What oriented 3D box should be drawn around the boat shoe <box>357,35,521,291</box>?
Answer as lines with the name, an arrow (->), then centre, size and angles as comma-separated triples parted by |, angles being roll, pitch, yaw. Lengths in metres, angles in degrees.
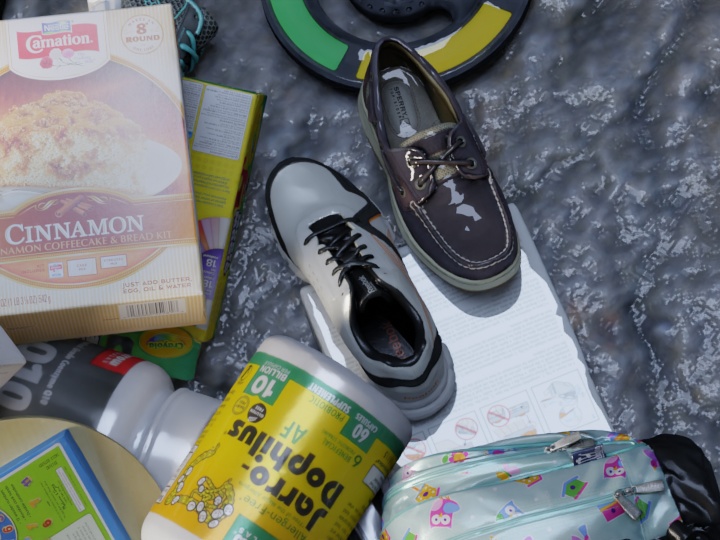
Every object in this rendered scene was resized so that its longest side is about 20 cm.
boat shoe -> 0.048, -0.074, 1.744 | 0.072, 0.065, 0.200 | -20, 56, -5

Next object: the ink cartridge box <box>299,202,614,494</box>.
ink cartridge box -> 0.068, 0.074, 1.737 | 0.160, 0.047, 0.200 | -22, 71, -3

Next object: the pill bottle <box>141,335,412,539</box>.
pill bottle -> -0.065, 0.150, 1.609 | 0.113, 0.113, 0.200 | 30, 79, 19

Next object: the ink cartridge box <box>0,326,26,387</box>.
ink cartridge box -> -0.316, 0.077, 1.601 | 0.200, 0.067, 0.116 | -43, 75, 20

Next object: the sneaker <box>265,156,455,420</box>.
sneaker -> 0.000, 0.000, 1.705 | 0.074, 0.080, 0.200 | -32, 68, -5

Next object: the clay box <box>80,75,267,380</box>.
clay box -> -0.141, -0.034, 1.770 | 0.115, 0.048, 0.200 | 14, 95, 6

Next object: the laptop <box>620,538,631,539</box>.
laptop -> 0.096, 0.282, 1.540 | 0.200, 0.187, 0.116 | -18, 44, 8

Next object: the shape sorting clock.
shape sorting clock -> -0.211, 0.187, 1.625 | 0.200, 0.039, 0.200 | -4, 101, -22

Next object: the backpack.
backpack -> 0.113, 0.170, 1.611 | 0.200, 0.167, 0.127 | -9, 57, -8

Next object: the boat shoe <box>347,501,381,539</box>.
boat shoe -> -0.009, 0.190, 1.682 | 0.066, 0.070, 0.200 | -29, 73, -8

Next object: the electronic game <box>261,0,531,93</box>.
electronic game -> 0.026, -0.215, 1.867 | 0.200, 0.042, 0.200 | -3, 66, 6

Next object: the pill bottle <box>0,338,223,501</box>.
pill bottle -> -0.191, 0.102, 1.714 | 0.200, 0.114, 0.114 | 17, 69, 14

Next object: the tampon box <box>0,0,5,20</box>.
tampon box -> -0.349, -0.202, 1.822 | 0.150, 0.200, 0.126 | 5, 67, 9

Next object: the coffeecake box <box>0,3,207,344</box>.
coffeecake box -> -0.185, -0.061, 1.682 | 0.153, 0.073, 0.200 | -6, 73, -3

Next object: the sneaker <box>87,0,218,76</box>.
sneaker -> -0.145, -0.158, 1.849 | 0.091, 0.078, 0.200 | -6, 68, -2
